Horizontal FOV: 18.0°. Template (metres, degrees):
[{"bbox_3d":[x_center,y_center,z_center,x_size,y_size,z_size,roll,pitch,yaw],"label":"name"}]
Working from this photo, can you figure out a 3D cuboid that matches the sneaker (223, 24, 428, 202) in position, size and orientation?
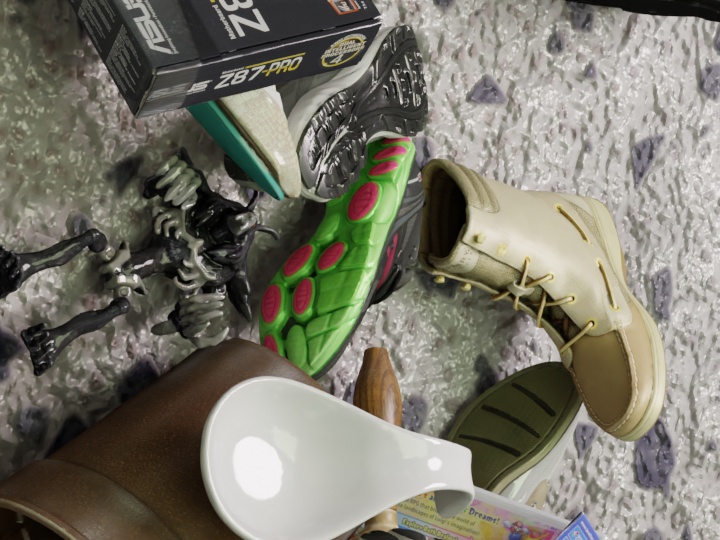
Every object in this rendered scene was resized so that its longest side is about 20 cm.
[{"bbox_3d":[-0.017,-0.105,1.449,0.200,0.079,0.074,-40,123,-52],"label":"sneaker"}]

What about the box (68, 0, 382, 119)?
[{"bbox_3d":[-0.103,-0.193,1.330,0.161,0.049,0.200,-17,66,-32],"label":"box"}]

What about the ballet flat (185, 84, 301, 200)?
[{"bbox_3d":[-0.093,-0.129,1.347,0.062,0.067,0.200,-44,83,-10],"label":"ballet flat"}]

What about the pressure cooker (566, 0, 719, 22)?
[{"bbox_3d":[0.213,-0.277,1.549,0.178,0.176,0.200,8,91,-13],"label":"pressure cooker"}]

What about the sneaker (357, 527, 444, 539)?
[{"bbox_3d":[0.004,0.216,1.346,0.200,0.081,0.084,-25,130,-46],"label":"sneaker"}]

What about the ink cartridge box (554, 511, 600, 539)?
[{"bbox_3d":[0.116,0.265,1.451,0.200,0.042,0.119,-48,122,-24],"label":"ink cartridge box"}]

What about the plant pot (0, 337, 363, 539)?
[{"bbox_3d":[-0.107,0.157,1.363,0.198,0.200,0.201,-41,119,-35],"label":"plant pot"}]

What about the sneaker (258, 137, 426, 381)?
[{"bbox_3d":[0.000,0.000,1.468,0.084,0.077,0.200,58,47,-38],"label":"sneaker"}]

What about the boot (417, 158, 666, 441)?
[{"bbox_3d":[0.118,0.017,1.531,0.155,0.073,0.200,16,47,-36],"label":"boot"}]

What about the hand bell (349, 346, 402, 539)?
[{"bbox_3d":[0.014,0.146,1.473,0.104,0.104,0.200,16,63,-37],"label":"hand bell"}]

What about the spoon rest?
[{"bbox_3d":[-0.008,0.113,1.305,0.200,0.061,0.100,7,69,-40],"label":"spoon rest"}]

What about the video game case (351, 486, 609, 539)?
[{"bbox_3d":[0.042,0.227,1.504,0.200,0.024,0.182,20,82,5],"label":"video game case"}]

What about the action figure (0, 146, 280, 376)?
[{"bbox_3d":[-0.120,-0.006,1.379,0.200,0.102,0.119,-24,99,-31],"label":"action figure"}]

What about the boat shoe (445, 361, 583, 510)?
[{"bbox_3d":[0.091,0.152,1.583,0.200,0.075,0.068,-49,138,-14],"label":"boat shoe"}]
